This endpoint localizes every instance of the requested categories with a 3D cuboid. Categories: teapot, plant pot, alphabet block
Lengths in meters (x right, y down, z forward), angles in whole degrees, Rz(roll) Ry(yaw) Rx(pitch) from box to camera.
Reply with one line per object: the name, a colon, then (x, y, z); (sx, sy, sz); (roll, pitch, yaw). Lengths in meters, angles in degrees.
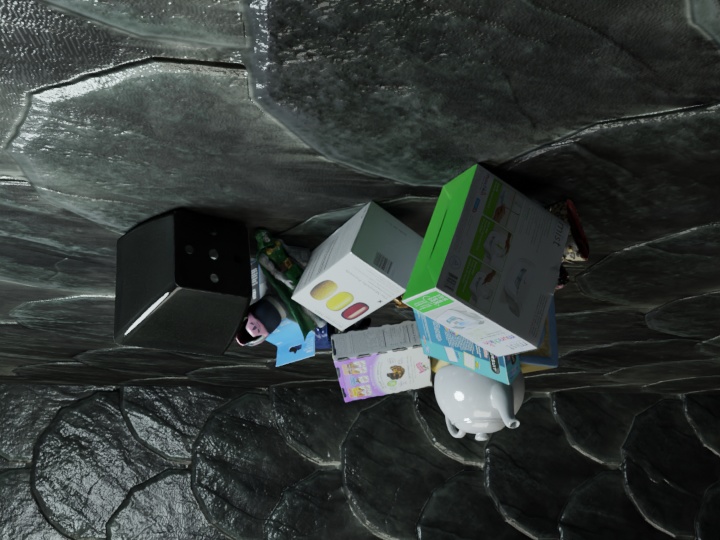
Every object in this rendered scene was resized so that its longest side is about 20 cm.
teapot: (0.240, 0.270, 1.454); (0.196, 0.147, 0.200); (-7, 163, 23)
plant pot: (-0.283, 0.012, 1.196); (0.199, 0.201, 0.177); (12, 149, -34)
alphabet block: (0.283, 0.121, 1.540); (0.195, 0.197, 0.200); (13, 160, -32)

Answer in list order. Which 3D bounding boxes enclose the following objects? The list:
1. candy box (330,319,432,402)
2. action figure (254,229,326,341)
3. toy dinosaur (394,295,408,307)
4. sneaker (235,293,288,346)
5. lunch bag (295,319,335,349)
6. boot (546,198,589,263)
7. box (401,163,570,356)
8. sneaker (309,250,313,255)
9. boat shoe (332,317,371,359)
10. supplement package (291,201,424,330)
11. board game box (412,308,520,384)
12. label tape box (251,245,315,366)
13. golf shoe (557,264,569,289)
candy box: (0.048, 0.193, 1.526); (0.198, 0.072, 0.168); (-10, 139, 0)
action figure: (-0.120, 0.010, 1.250); (0.055, 0.118, 0.200); (-24, 110, 42)
toy dinosaur: (0.096, 0.052, 1.467); (0.200, 0.061, 0.106); (38, 180, -18)
sneaker: (-0.200, 0.104, 1.279); (0.070, 0.082, 0.200); (46, 148, 0)
lunch bag: (-0.128, 0.095, 1.543); (0.131, 0.137, 0.200); (-2, 164, 4)
boot: (0.281, -0.005, 1.124); (0.150, 0.201, 0.073); (-19, 163, 35)
box: (0.180, -0.012, 0.996); (0.176, 0.201, 0.097); (29, 155, -18)
sneaker: (0.000, 0.000, 1.318); (0.199, 0.089, 0.074); (-9, 160, 23)
boat shoe: (-0.011, 0.114, 1.546); (0.062, 0.201, 0.075); (22, -159, -2)
supplement package: (-0.007, -0.001, 1.167); (0.113, 0.110, 0.200); (34, 143, -16)
board game box: (0.196, 0.115, 1.343); (0.199, 0.047, 0.152); (16, 134, 40)
label tape box: (-0.150, 0.069, 1.342); (0.066, 0.202, 0.143); (7, 162, -34)
golf shoe: (0.285, 0.038, 1.278); (0.199, 0.073, 0.092); (-8, 151, -37)
